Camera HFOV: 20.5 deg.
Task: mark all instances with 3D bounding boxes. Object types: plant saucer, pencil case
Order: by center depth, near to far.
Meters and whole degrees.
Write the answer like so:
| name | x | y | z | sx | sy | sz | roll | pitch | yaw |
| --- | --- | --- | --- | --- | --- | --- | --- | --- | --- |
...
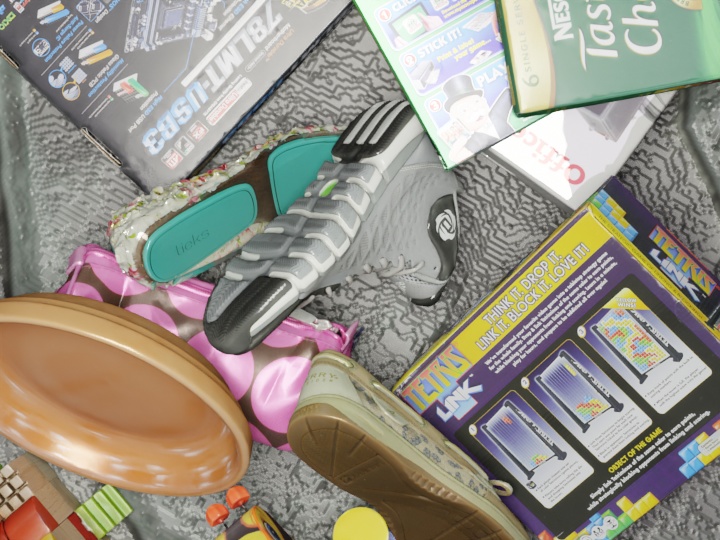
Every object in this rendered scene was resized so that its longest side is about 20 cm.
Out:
| name | x | y | z | sx | sy | sz | roll | pitch | yaw |
| --- | --- | --- | --- | --- | --- | --- | --- | --- | --- |
| plant saucer | -0.157 | 0.073 | 1.218 | 0.200 | 0.200 | 0.037 | 19 | 60 | 2 |
| pencil case | -0.103 | 0.045 | 1.268 | 0.200 | 0.091 | 0.094 | 16 | 129 | 1 |

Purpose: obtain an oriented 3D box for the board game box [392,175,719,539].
| name | x | y | z | sx | sy | sz | roll | pitch | yaw |
| --- | --- | --- | --- | --- | --- | --- | --- | --- | --- |
| board game box | 0.142 | 0.067 | 1.225 | 0.165 | 0.057 | 0.200 | 46 | 126 | 1 |

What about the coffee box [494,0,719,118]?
| name | x | y | z | sx | sy | sz | roll | pitch | yaw |
| --- | --- | --- | --- | --- | --- | --- | --- | --- | --- |
| coffee box | 0.176 | -0.163 | 1.149 | 0.200 | 0.044 | 0.123 | -9 | 93 | 2 |

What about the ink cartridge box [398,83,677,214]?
| name | x | y | z | sx | sy | sz | roll | pitch | yaw |
| --- | --- | --- | --- | --- | --- | --- | --- | --- | --- |
| ink cartridge box | 0.137 | -0.152 | 1.243 | 0.147 | 0.083 | 0.200 | 35 | 94 | 0 |

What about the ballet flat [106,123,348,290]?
| name | x | y | z | sx | sy | sz | roll | pitch | yaw |
| --- | --- | --- | --- | --- | --- | --- | --- | --- | --- |
| ballet flat | -0.073 | -0.050 | 1.254 | 0.200 | 0.064 | 0.076 | -22 | 121 | -29 |

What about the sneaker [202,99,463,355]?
| name | x | y | z | sx | sy | sz | roll | pitch | yaw |
| --- | --- | --- | --- | --- | --- | --- | --- | --- | --- |
| sneaker | 0.000 | 0.000 | 1.227 | 0.200 | 0.075 | 0.116 | -50 | 121 | -18 |

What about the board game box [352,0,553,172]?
| name | x | y | z | sx | sy | sz | roll | pitch | yaw |
| --- | --- | --- | --- | --- | --- | --- | --- | --- | --- |
| board game box | 0.106 | -0.165 | 1.187 | 0.200 | 0.029 | 0.135 | -29 | 91 | 3 |

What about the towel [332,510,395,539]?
| name | x | y | z | sx | sy | sz | roll | pitch | yaw |
| --- | --- | --- | --- | --- | --- | --- | --- | --- | --- |
| towel | 0.028 | 0.273 | 1.307 | 0.145 | 0.024 | 0.200 | 17 | 92 | 5 |

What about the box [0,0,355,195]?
| name | x | y | z | sx | sy | sz | roll | pitch | yaw |
| --- | --- | --- | --- | --- | --- | --- | --- | --- | --- |
| box | -0.130 | -0.179 | 1.276 | 0.199 | 0.050 | 0.200 | 43 | 96 | -2 |

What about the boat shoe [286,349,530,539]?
| name | x | y | z | sx | sy | sz | roll | pitch | yaw |
| --- | --- | --- | --- | --- | --- | --- | --- | --- | --- |
| boat shoe | 0.039 | 0.123 | 1.226 | 0.073 | 0.063 | 0.200 | -23 | 127 | 34 |

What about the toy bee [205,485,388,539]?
| name | x | y | z | sx | sy | sz | roll | pitch | yaw |
| --- | --- | --- | --- | --- | --- | --- | --- | --- | --- |
| toy bee | -0.044 | 0.183 | 1.234 | 0.131 | 0.200 | 0.109 | -26 | 50 | -11 |

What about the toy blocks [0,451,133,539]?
| name | x | y | z | sx | sy | sz | roll | pitch | yaw |
| --- | --- | --- | --- | --- | --- | --- | --- | --- | --- |
| toy blocks | -0.191 | 0.194 | 1.256 | 0.100 | 0.137 | 0.200 | -40 | 90 | 5 |
